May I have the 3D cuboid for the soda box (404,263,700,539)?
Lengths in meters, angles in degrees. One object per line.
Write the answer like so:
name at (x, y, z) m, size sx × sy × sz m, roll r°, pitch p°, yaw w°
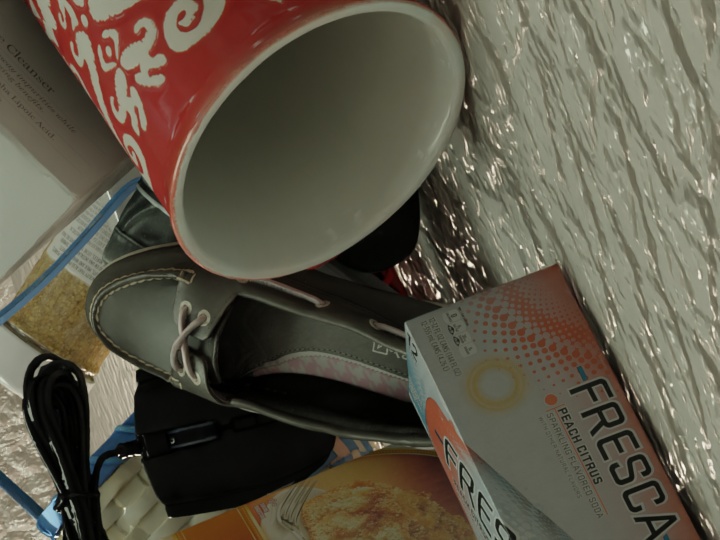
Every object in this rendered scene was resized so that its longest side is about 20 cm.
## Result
soda box at (0.084, 0.100, 1.121) m, size 0.064 × 0.068 × 0.200 m, roll 85°, pitch 161°, yaw -60°

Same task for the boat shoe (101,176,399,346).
boat shoe at (-0.026, 0.027, 1.338) m, size 0.200 × 0.071 × 0.072 m, roll 36°, pitch -172°, yaw 7°

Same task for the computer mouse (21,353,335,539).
computer mouse at (-0.062, 0.100, 1.347) m, size 0.046 × 0.200 × 0.141 m, roll -15°, pitch 82°, yaw 39°

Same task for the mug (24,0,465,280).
mug at (-0.072, -0.094, 1.222) m, size 0.200 × 0.133 × 0.178 m, roll 50°, pitch 139°, yaw 34°

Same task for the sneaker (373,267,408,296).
sneaker at (0.000, 0.000, 1.402) m, size 0.115 × 0.078 × 0.200 m, roll 37°, pitch 160°, yaw 56°

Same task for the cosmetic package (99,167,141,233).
cosmetic package at (-0.078, -0.019, 1.623) m, size 0.085 × 0.107 × 0.201 m, roll -162°, pitch 53°, yaw -80°

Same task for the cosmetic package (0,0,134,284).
cosmetic package at (-0.142, -0.082, 1.311) m, size 0.113 × 0.081 × 0.200 m, roll 45°, pitch -148°, yaw -4°

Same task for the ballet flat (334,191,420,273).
ballet flat at (-0.028, -0.094, 1.327) m, size 0.200 × 0.068 × 0.068 m, roll 64°, pitch 161°, yaw 21°

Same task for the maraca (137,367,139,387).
maraca at (-0.072, 0.068, 1.737) m, size 0.107 × 0.137 × 0.201 m, roll -41°, pitch 58°, yaw 45°

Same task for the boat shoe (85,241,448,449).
boat shoe at (-0.030, 0.032, 1.269) m, size 0.057 × 0.199 × 0.067 m, roll -49°, pitch -33°, yaw -64°

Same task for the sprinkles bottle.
sprinkles bottle at (-0.139, -0.015, 1.696) m, size 0.068 × 0.200 × 0.068 m, roll 34°, pitch -178°, yaw -1°

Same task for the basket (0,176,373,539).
basket at (-0.104, 0.077, 1.520) m, size 0.200 × 0.176 × 0.139 m, roll 48°, pitch -173°, yaw 5°

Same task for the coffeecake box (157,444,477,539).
coffeecake box at (0.013, 0.151, 1.234) m, size 0.154 × 0.199 × 0.073 m, roll -126°, pitch 18°, yaw -53°
